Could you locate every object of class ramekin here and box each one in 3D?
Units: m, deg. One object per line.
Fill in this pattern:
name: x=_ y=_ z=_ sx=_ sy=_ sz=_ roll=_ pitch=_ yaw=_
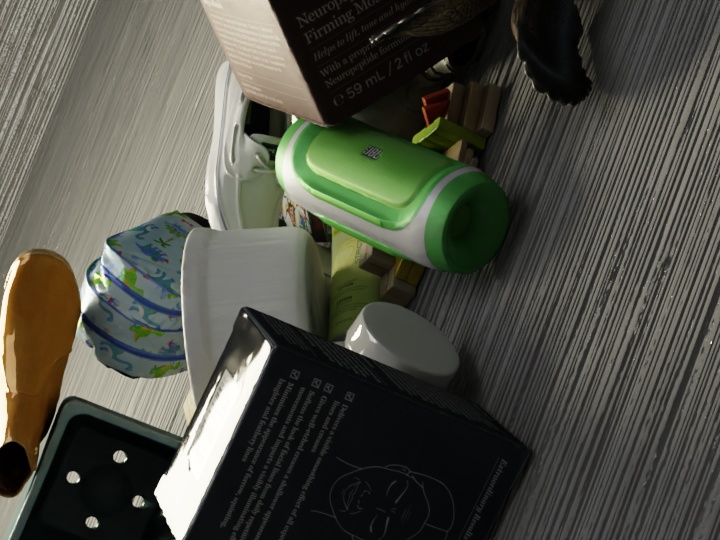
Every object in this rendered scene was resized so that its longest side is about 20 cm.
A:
ramekin: x=-0.078 y=0.058 z=1.428 sx=0.200 sy=0.097 sz=0.201 roll=-7 pitch=-90 yaw=-85

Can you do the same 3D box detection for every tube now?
tube: x=0.000 y=0.000 z=1.499 sx=0.200 sy=0.058 sz=0.052 roll=-86 pitch=4 yaw=-47

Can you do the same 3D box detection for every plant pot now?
plant pot: x=-0.234 y=0.231 z=1.656 sx=0.196 sy=0.196 sz=0.200 roll=-67 pitch=15 yaw=-1

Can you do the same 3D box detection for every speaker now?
speaker: x=0.022 y=-0.064 z=1.361 sx=0.200 sy=0.088 sz=0.089 roll=26 pitch=93 yaw=43

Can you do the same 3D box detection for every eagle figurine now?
eagle figurine: x=0.111 y=-0.213 z=1.299 sx=0.152 sy=0.151 sz=0.200 roll=-6 pitch=55 yaw=55

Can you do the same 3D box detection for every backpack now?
backpack: x=-0.187 y=0.024 z=1.650 sx=0.200 sy=0.163 sz=0.154 roll=-32 pitch=-22 yaw=-41

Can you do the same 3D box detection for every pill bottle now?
pill bottle: x=-0.011 y=0.126 z=1.303 sx=0.200 sy=0.113 sz=0.113 roll=-58 pitch=22 yaw=24

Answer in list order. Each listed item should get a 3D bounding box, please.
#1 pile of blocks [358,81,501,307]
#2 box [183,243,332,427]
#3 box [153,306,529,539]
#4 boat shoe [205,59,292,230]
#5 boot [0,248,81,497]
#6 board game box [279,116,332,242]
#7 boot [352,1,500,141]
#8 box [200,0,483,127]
pile of blocks: x=0.050 y=-0.071 z=1.431 sx=0.201 sy=0.062 sz=0.082 roll=-69 pitch=20 yaw=-3
box: x=-0.082 y=0.072 z=1.586 sx=0.200 sy=0.078 sz=0.095 roll=-63 pitch=20 yaw=13
box: x=-0.014 y=0.137 z=1.173 sx=0.149 sy=0.200 sz=0.107 roll=-64 pitch=20 yaw=5
boat shoe: x=-0.095 y=-0.105 z=1.550 sx=0.065 sy=0.073 sz=0.201 roll=-17 pitch=74 yaw=51
boot: x=-0.294 y=0.096 z=1.540 sx=0.144 sy=0.071 sz=0.202 roll=-89 pitch=10 yaw=-49
board game box: x=-0.069 y=-0.125 z=1.619 sx=0.105 sy=0.023 sz=0.201 roll=4 pitch=108 yaw=60
boot: x=0.050 y=-0.163 z=1.513 sx=0.131 sy=0.068 sz=0.200 roll=-27 pitch=37 yaw=59
box: x=-0.035 y=-0.249 z=1.399 sx=0.166 sy=0.200 sz=0.164 roll=-33 pitch=27 yaw=-16
